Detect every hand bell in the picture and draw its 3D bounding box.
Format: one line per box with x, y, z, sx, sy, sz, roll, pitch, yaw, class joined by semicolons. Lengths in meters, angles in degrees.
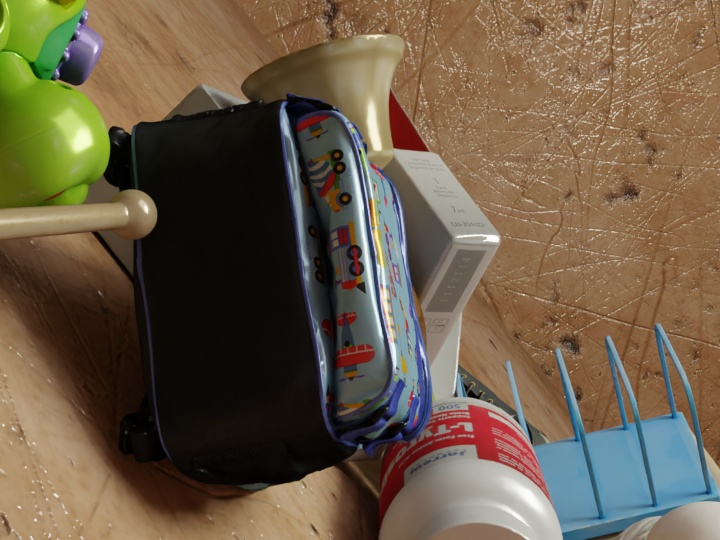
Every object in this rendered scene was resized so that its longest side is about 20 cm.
0.004;-0.029;0.726;0.104;0.104;0.201;1;72;-80;hand bell

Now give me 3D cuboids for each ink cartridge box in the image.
0.000;0.000;0.826;0.044;0.201;0.177;2;39;-33;ink cartridge box

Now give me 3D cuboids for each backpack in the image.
-0.036;0.023;0.622;0.200;0.134;0.184;53;27;-70;backpack

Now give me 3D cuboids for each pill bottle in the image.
0.067;0.159;0.753;0.112;0.112;0.200;50;7;-7;pill bottle

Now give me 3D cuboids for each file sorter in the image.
0.191;0.142;1.046;0.139;0.199;0.123;-90;164;-66;file sorter

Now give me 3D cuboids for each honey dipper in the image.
-0.142;-0.019;0.452;0.038;0.038;0.200;52;25;12;honey dipper

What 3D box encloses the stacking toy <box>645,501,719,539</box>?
0.090;0.169;0.521;0.146;0.200;0.146;49;8;-10;stacking toy

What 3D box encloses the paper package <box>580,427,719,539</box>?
0.245;0.244;1.072;0.200;0.190;0.104;-106;178;-67;paper package

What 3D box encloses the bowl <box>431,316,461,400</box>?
0.021;0.030;0.995;0.200;0.074;0.201;32;59;-62;bowl

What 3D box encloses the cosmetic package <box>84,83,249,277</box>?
-0.096;-0.051;0.806;0.081;0.113;0.200;51;6;3;cosmetic package

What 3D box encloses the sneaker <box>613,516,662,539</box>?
0.169;0.219;0.781;0.078;0.200;0.099;45;-29;10;sneaker

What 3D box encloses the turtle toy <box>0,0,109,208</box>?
-0.180;-0.109;0.565;0.200;0.145;0.101;58;-10;34;turtle toy

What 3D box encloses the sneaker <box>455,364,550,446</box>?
0.119;0.156;1.236;0.106;0.075;0.200;44;-2;-20;sneaker

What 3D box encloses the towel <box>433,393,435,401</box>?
0.052;0.116;0.895;0.086;0.018;0.201;-63;139;-76;towel
